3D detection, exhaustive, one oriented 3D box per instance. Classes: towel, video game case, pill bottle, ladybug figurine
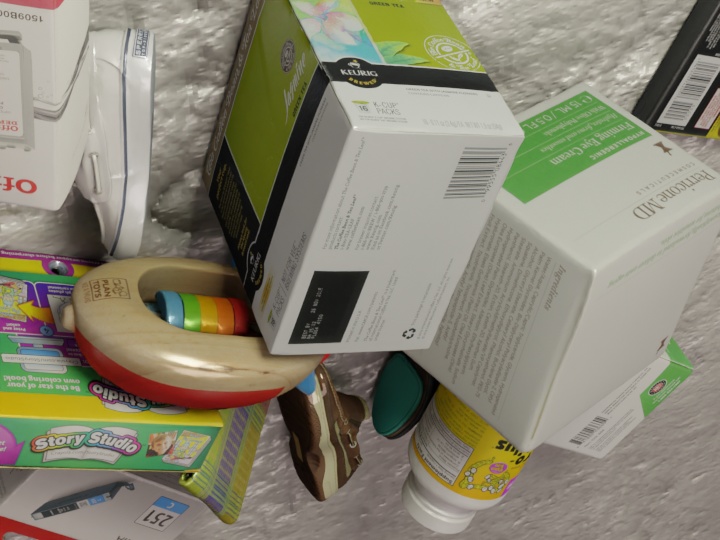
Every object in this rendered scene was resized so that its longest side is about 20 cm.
[{"bbox_3d":[-0.109,0.133,1.140,0.023,0.145,0.200,13,164,8],"label":"towel"},{"bbox_3d":[0.351,-0.198,1.164,0.179,0.026,0.201,3,130,-31],"label":"video game case"},{"bbox_3d":[0.108,0.145,1.229,0.103,0.105,0.201,3,128,-31],"label":"pill bottle"},{"bbox_3d":[-0.121,0.050,0.980,0.198,0.136,0.072,9,121,-24],"label":"ladybug figurine"}]

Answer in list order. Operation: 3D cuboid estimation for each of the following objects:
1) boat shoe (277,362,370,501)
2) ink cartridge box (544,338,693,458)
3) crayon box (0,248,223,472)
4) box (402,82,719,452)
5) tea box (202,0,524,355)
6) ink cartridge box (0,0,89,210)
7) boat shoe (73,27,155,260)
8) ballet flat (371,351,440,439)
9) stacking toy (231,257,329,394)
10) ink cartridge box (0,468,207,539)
[{"bbox_3d":[-0.031,0.135,1.276,0.074,0.075,0.203,-29,148,-19],"label":"boat shoe"},{"bbox_3d":[0.213,0.098,1.350,0.199,0.084,0.146,21,121,-42],"label":"ink cartridge box"},{"bbox_3d":[-0.221,0.066,1.008,0.198,0.173,0.059,7,130,-34],"label":"crayon box"},{"bbox_3d":[0.156,-0.006,1.094,0.198,0.171,0.201,-27,145,-38],"label":"box"},{"bbox_3d":[-0.009,-0.080,0.954,0.132,0.198,0.201,-1,134,-27],"label":"tea box"},{"bbox_3d":[-0.240,-0.143,0.811,0.145,0.083,0.201,9,133,-2],"label":"ink cartridge box"},{"bbox_3d":[-0.181,-0.089,0.959,0.065,0.074,0.201,4,131,-8],"label":"boat shoe"},{"bbox_3d":[0.068,0.083,1.270,0.072,0.073,0.201,-3,132,-26],"label":"ballet flat"},{"bbox_3d":[0.000,0.000,1.132,0.199,0.110,0.117,-27,140,-19],"label":"stacking toy"},{"bbox_3d":[-0.267,0.230,1.255,0.176,0.045,0.199,-43,137,15],"label":"ink cartridge box"}]
